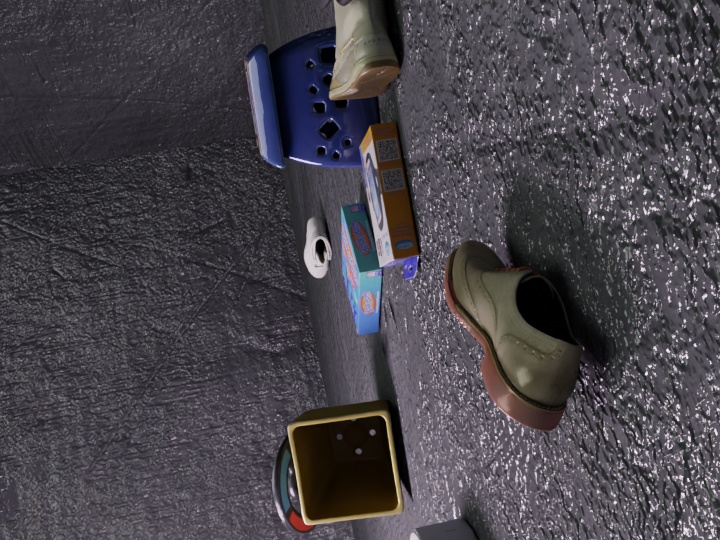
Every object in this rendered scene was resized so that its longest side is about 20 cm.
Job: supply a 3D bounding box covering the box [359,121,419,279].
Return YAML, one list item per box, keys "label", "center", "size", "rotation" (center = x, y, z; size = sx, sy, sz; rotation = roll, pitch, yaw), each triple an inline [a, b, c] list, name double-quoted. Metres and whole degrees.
- label: "box"
  center: [0.038, -0.087, 1.043]
  size: [0.119, 0.041, 0.203]
  rotation: [147, 116, -82]

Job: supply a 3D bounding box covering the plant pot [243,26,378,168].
- label: "plant pot"
  center: [-0.079, -0.262, 1.175]
  size: [0.200, 0.177, 0.203]
  rotation: [-121, 23, -70]

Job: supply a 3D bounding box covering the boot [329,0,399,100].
- label: "boot"
  center: [-0.007, -0.306, 0.983]
  size: [0.200, 0.071, 0.157]
  rotation: [179, 80, -77]

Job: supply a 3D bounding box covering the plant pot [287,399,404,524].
- label: "plant pot"
  center: [-0.017, 0.354, 1.507]
  size: [0.200, 0.191, 0.198]
  rotation: [-42, -57, -82]

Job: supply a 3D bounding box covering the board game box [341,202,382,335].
- label: "board game box"
  center: [0.000, 0.000, 1.416]
  size: [0.201, 0.044, 0.153]
  rotation: [92, 166, -53]

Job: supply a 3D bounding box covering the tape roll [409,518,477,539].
- label: "tape roll"
  center: [0.120, 0.423, 0.964]
  size: [0.202, 0.070, 0.205]
  rotation: [170, 90, -83]

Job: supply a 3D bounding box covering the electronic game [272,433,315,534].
- label: "electronic game"
  center: [-0.116, 0.418, 1.529]
  size: [0.199, 0.041, 0.203]
  rotation: [-8, -90, -66]

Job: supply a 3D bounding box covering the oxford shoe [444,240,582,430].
- label: "oxford shoe"
  center: [0.117, 0.025, 0.573]
  size: [0.201, 0.070, 0.074]
  rotation: [-109, 37, -54]

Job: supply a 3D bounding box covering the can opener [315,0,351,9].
- label: "can opener"
  center: [-0.003, -0.325, 0.810]
  size: [0.199, 0.063, 0.080]
  rotation: [-9, 87, 62]

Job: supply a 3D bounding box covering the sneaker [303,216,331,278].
- label: "sneaker"
  center: [-0.120, -0.037, 2.159]
  size: [0.116, 0.073, 0.202]
  rotation: [-104, 10, -51]
